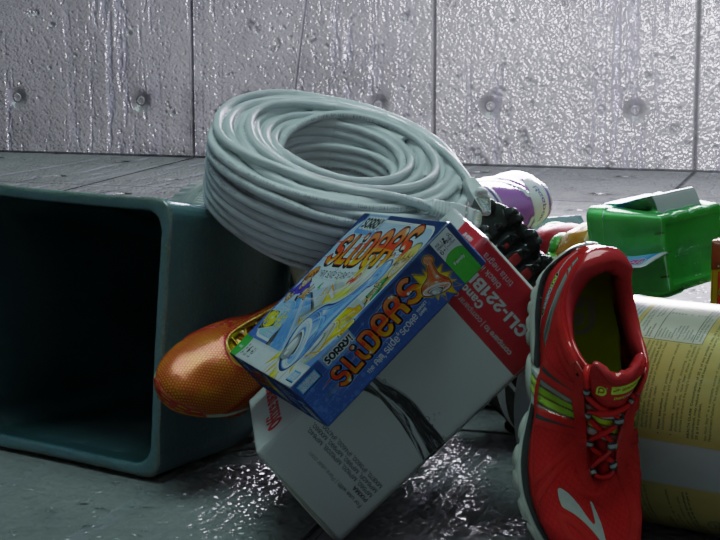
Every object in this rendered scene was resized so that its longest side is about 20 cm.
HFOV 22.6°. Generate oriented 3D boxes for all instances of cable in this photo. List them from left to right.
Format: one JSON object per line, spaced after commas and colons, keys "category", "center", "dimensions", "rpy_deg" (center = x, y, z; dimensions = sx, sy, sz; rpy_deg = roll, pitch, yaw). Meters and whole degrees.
{"category": "cable", "center": [-0.018, -0.066, 1.319], "dimensions": [0.198, 0.070, 0.200], "rpy_deg": [5, 28, -15]}

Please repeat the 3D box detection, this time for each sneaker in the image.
{"category": "sneaker", "center": [-0.059, 0.043, 1.272], "dimensions": [0.199, 0.077, 0.073], "rpy_deg": [-23, 64, -32]}
{"category": "sneaker", "center": [0.074, -0.046, 1.522], "dimensions": [0.199, 0.073, 0.114], "rpy_deg": [4, 16, 45]}
{"category": "sneaker", "center": [0.112, 0.045, 1.366], "dimensions": [0.071, 0.202, 0.098], "rpy_deg": [-32, 13, -37]}
{"category": "sneaker", "center": [0.134, 0.081, 1.056], "dimensions": [0.076, 0.202, 0.085], "rpy_deg": [0, -13, -16]}

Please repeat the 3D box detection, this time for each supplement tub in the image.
{"category": "supplement tub", "center": [0.213, 0.093, 1.154], "dimensions": [0.199, 0.147, 0.145], "rpy_deg": [7, 11, 35]}

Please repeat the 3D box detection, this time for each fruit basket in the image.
{"category": "fruit basket", "center": [0.191, -0.019, 1.490], "dimensions": [0.199, 0.095, 0.185], "rpy_deg": [3, 10, 39]}

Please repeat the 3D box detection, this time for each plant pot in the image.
{"category": "plant pot", "center": [-0.160, 0.036, 1.396], "dimensions": [0.195, 0.198, 0.199], "rpy_deg": [6, 6, 35]}

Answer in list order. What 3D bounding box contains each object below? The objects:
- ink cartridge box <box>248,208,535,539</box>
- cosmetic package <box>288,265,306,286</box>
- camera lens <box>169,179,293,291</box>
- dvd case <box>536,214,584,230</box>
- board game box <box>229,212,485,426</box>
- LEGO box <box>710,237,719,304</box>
{"category": "ink cartridge box", "center": [0.025, 0.064, 1.180], "dimensions": [0.200, 0.084, 0.144], "rpy_deg": [-44, 10, 2]}
{"category": "cosmetic package", "center": [0.000, 0.000, 1.411], "dimensions": [0.103, 0.201, 0.073], "rpy_deg": [-21, -31, 4]}
{"category": "camera lens", "center": [-0.084, -0.009, 1.739], "dimensions": [0.199, 0.162, 0.159], "rpy_deg": [8, 12, 42]}
{"category": "dvd case", "center": [0.148, 0.018, 1.698], "dimensions": [0.198, 0.147, 0.022], "rpy_deg": [-5, -30, -25]}
{"category": "board game box", "center": [-0.007, 0.025, 1.125], "dimensions": [0.135, 0.034, 0.200], "rpy_deg": [-46, 12, -8]}
{"category": "LEGO box", "center": [0.371, 0.055, 1.377], "dimensions": [0.199, 0.151, 0.077], "rpy_deg": [7, 11, 39]}
